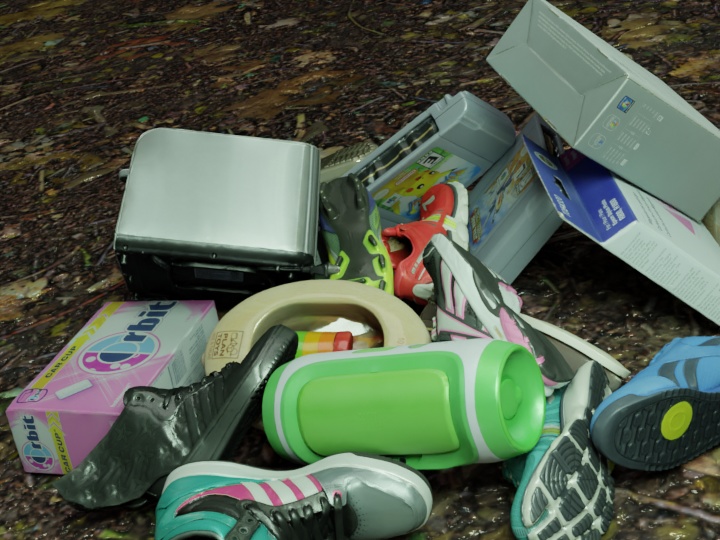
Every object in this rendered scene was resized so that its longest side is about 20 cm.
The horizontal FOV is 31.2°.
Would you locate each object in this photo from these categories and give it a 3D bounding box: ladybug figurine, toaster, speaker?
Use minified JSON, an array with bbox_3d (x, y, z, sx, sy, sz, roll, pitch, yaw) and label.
[{"bbox_3d":[-0.034,0.078,1.063,0.198,0.072,0.137,3,64,16],"label":"ladybug figurine"},{"bbox_3d":[-0.118,-0.038,1.159,0.198,0.120,0.181,5,-14,-4],"label":"toaster"},{"bbox_3d":[0.028,0.097,0.923,0.198,0.089,0.088,-7,23,34],"label":"speaker"}]

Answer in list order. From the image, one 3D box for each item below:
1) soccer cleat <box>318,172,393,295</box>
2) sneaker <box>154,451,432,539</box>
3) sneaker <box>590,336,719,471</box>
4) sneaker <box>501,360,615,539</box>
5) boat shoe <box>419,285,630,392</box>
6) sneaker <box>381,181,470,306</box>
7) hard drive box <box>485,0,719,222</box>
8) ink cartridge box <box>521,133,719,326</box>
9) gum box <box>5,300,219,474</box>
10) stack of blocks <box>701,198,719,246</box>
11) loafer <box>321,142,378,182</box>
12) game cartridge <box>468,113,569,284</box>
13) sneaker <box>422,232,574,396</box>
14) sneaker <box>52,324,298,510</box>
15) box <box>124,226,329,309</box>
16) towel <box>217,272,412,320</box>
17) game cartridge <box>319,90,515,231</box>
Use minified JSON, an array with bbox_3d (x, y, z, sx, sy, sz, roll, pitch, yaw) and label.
[{"bbox_3d":[0.001,0.000,1.187,0.064,0.084,0.201,-15,49,7],"label":"soccer cleat"},{"bbox_3d":[-0.054,0.183,0.875,0.198,0.084,0.121,-4,28,12],"label":"sneaker"},{"bbox_3d":[0.231,0.090,0.948,0.199,0.067,0.078,-14,30,-32],"label":"sneaker"},{"bbox_3d":[0.137,0.140,0.924,0.079,0.078,0.200,-21,15,26],"label":"sneaker"},{"bbox_3d":[0.130,0.066,1.068,0.199,0.072,0.060,25,84,37],"label":"boat shoe"},{"bbox_3d":[0.060,-0.032,1.235,0.084,0.078,0.200,8,27,-2],"label":"sneaker"},{"bbox_3d":[0.232,-0.145,1.158,0.199,0.077,0.156,22,23,-40],"label":"hard drive box"},{"bbox_3d":[0.243,-0.047,1.130,0.043,0.199,0.197,-51,19,19],"label":"ink cartridge box"},{"bbox_3d":[-0.205,0.096,1.133,0.112,0.067,0.200,0,28,19],"label":"gum box"},{"bbox_3d":[0.381,-0.068,1.239,0.114,0.059,0.200,-18,26,-14],"label":"stack of blocks"},{"bbox_3d":[-0.057,-0.083,1.445,0.199,0.069,0.076,-14,19,34],"label":"loafer"},{"bbox_3d":[0.151,-0.066,1.264,0.133,0.041,0.200,-48,16,21],"label":"game cartridge"},{"bbox_3d":[0.081,0.047,1.000,0.086,0.080,0.200,-47,30,12],"label":"sneaker"},{"bbox_3d":[-0.139,0.110,0.992,0.104,0.060,0.201,30,83,14],"label":"sneaker"},{"bbox_3d":[-0.144,-0.011,1.325,0.198,0.044,0.160,-20,22,-8],"label":"box"},{"bbox_3d":[-0.052,0.036,1.250,0.198,0.022,0.147,3,28,31],"label":"towel"},{"bbox_3d":[0.059,-0.099,1.308,0.199,0.041,0.133,-37,-22,22],"label":"game cartridge"}]
